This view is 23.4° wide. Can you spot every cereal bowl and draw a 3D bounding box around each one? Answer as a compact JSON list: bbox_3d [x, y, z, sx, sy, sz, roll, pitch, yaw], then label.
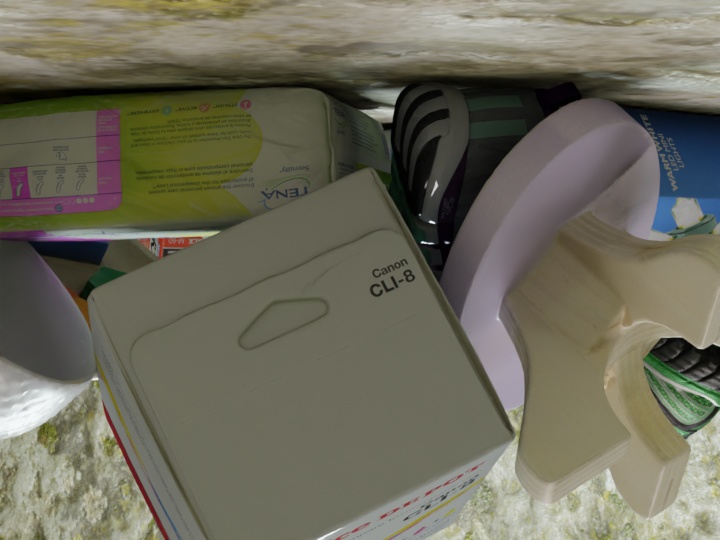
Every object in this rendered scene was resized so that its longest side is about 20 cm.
[{"bbox_3d":[-0.227,0.011,0.844,0.083,0.200,0.200,-45,170,9],"label":"cereal bowl"}]

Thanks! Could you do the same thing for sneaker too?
[{"bbox_3d":[0.056,-0.020,0.870,0.087,0.075,0.200,-8,151,-11],"label":"sneaker"},{"bbox_3d":[0.129,0.032,1.040,0.200,0.085,0.078,37,-150,14],"label":"sneaker"}]

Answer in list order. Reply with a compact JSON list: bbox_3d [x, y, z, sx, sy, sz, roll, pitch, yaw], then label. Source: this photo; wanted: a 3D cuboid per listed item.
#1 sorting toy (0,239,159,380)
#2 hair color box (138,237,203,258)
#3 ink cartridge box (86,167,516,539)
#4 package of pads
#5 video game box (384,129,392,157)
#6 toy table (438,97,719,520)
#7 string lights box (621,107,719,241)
[{"bbox_3d":[-0.189,0.002,1.022,0.185,0.037,0.200,39,-154,29],"label":"sorting toy"},{"bbox_3d":[-0.124,-0.027,1.314,0.111,0.064,0.200,0,-162,-22],"label":"hair color box"},{"bbox_3d":[-0.034,0.071,0.833,0.145,0.145,0.200,-25,164,-13],"label":"ink cartridge box"},{"bbox_3d":[-0.093,-0.052,0.899,0.199,0.068,0.154,-3,179,11],"label":"package of pads"},{"bbox_3d":[0.076,-0.063,1.103,0.182,0.047,0.200,-4,177,40],"label":"video game box"},{"bbox_3d":[0.120,0.026,0.828,0.184,0.117,0.200,-34,148,-16],"label":"toy table"},{"bbox_3d":[0.149,-0.039,0.965,0.200,0.059,0.103,0,151,-39],"label":"string lights box"}]
